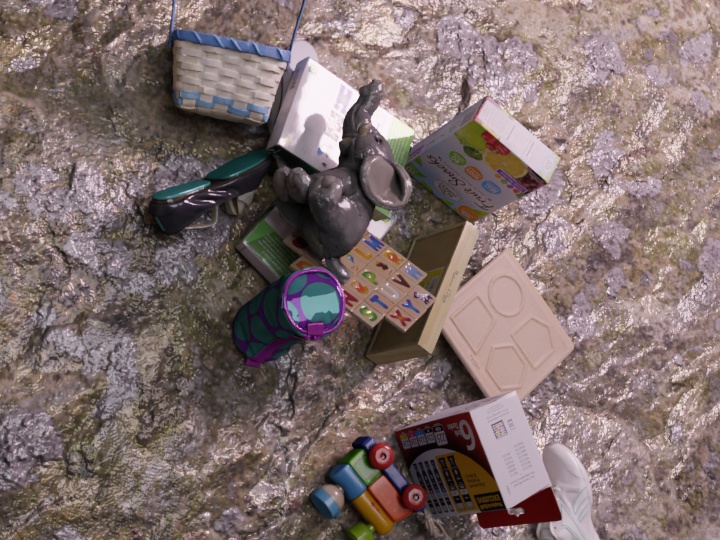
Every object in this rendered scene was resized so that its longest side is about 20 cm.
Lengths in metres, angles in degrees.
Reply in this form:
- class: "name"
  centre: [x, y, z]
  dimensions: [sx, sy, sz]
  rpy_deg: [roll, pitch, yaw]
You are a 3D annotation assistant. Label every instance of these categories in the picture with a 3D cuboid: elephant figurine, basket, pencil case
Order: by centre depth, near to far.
- class: "pencil case"
  centre: [-0.094, 0.060, 1.501]
  dimensions: [0.084, 0.200, 0.093]
  rpy_deg: [14, 71, -21]
- class: "elephant figurine"
  centre: [-0.002, -0.119, 1.539]
  dimensions: [0.199, 0.156, 0.141]
  rpy_deg: [-36, 56, -28]
- class: "basket"
  centre: [-0.173, -0.301, 1.576]
  dimensions: [0.174, 0.139, 0.202]
  rpy_deg: [12, 98, -13]

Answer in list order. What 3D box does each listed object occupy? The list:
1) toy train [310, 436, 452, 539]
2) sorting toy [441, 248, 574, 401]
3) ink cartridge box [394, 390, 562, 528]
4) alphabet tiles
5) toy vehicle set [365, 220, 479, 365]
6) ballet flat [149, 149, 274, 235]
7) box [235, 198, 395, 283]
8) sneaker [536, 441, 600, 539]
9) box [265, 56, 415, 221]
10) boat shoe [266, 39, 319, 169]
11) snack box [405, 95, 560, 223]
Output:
- class: "toy train"
  centre: [0.032, 0.327, 1.573]
  dimensions: [0.116, 0.085, 0.201]
  rpy_deg: [-41, 98, -20]
- class: "sorting toy"
  centre: [0.209, 0.091, 1.759]
  dimensions: [0.200, 0.036, 0.186]
  rpy_deg: [-39, 97, -35]
- class: "ink cartridge box"
  centre: [0.153, 0.268, 1.580]
  dimensions: [0.083, 0.200, 0.177]
  rpy_deg: [-19, 85, -30]
- class: "alphabet tiles"
  centre: [0.000, 0.000, 1.559]
  dimensions: [0.199, 0.006, 0.166]
  rpy_deg: [36, 37, 11]
- class: "toy vehicle set"
  centre: [0.086, 0.032, 1.650]
  dimensions: [0.026, 0.124, 0.201]
  rpy_deg: [35, 63, -24]
- class: "ballet flat"
  centre: [-0.191, -0.098, 1.576]
  dimensions: [0.199, 0.073, 0.074]
  rpy_deg: [-29, 91, -37]
- class: "box"
  centre: [-0.059, -0.051, 1.640]
  dimensions: [0.144, 0.036, 0.200]
  rpy_deg: [46, 59, -10]
- class: "sneaker"
  centre: [0.290, 0.347, 1.711]
  dimensions: [0.080, 0.070, 0.202]
  rpy_deg: [-9, 81, -27]
- class: "box"
  centre: [-0.024, -0.177, 1.629]
  dimensions: [0.199, 0.036, 0.146]
  rpy_deg: [31, 63, -27]
- class: "boat shoe"
  centre: [-0.099, -0.216, 1.649]
  dimensions: [0.070, 0.070, 0.202]
  rpy_deg: [11, 69, -34]
- class: "snack box"
  centre: [0.168, -0.152, 1.702]
  dimensions: [0.142, 0.200, 0.053]
  rpy_deg: [39, 61, -14]
